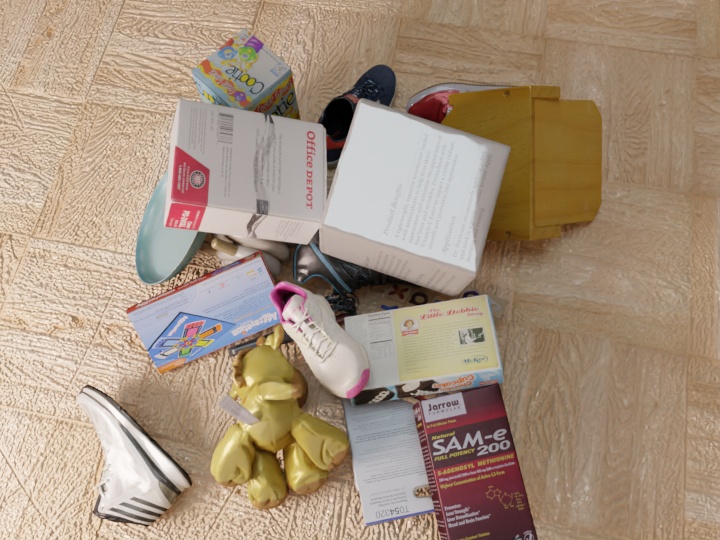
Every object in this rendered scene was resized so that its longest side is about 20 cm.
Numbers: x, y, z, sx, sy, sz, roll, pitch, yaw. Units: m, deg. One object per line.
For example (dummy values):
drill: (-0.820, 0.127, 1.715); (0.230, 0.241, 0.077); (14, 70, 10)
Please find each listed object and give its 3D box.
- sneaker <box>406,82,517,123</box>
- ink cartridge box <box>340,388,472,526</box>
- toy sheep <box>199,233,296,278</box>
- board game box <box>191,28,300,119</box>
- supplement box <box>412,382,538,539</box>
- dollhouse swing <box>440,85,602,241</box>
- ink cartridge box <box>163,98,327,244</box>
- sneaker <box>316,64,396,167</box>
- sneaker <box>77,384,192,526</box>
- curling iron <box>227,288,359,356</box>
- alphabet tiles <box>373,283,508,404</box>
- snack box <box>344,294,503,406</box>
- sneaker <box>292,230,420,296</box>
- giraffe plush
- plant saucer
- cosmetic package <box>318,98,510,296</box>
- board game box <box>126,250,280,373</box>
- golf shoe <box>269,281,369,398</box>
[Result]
sneaker: (0.169, -0.221, 1.201); (0.194, 0.072, 0.115); (-3, 62, 0)
ink cartridge box: (0.079, 0.213, 1.027); (0.191, 0.044, 0.205); (-9, 66, -4)
toy sheep: (-0.152, -0.053, 1.113); (0.135, 0.138, 0.205); (15, 81, 10)
board game box: (-0.156, -0.228, 1.151); (0.103, 0.201, 0.105); (-43, 70, -15)
supplement box: (0.137, 0.249, 0.948); (0.106, 0.061, 0.205); (-11, 75, -7)
dollhouse swing: (0.235, -0.154, 1.140); (0.178, 0.174, 0.206); (3, 99, 35)
ink cartridge box: (-0.148, -0.124, 1.024); (0.195, 0.083, 0.149); (7, 66, -19)
sneaker: (-0.006, -0.255, 1.218); (0.074, 0.085, 0.202); (27, 70, 15)
sneaker: (-0.322, 0.246, 1.015); (0.199, 0.076, 0.115); (39, 71, 16)
curling iron: (-0.093, 0.079, 1.106); (0.196, 0.026, 0.050); (-24, 64, -8)
alphabet tiles: (0.089, 0.088, 1.067); (0.164, 0.008, 0.202); (20, 55, 19)
snack box: (0.079, 0.102, 1.018); (0.194, 0.038, 0.118); (-9, 50, 6)
sneaker: (0.000, 0.000, 1.104); (0.195, 0.073, 0.084); (14, 85, 2)
giraffe plush: (-0.118, 0.172, 1.009); (0.169, 0.203, 0.163); (-24, 32, 5)
plant saucer: (-0.260, -0.073, 1.125); (0.198, 0.027, 0.205); (-27, 52, 41)
cosmetic package: (0.063, -0.085, 0.996); (0.195, 0.165, 0.169); (18, 80, 2)
board game box: (-0.205, 0.058, 1.073); (0.196, 0.105, 0.020); (-23, 24, 0)
golf shoe: (-0.058, 0.085, 1.000); (0.076, 0.091, 0.200); (-48, 41, 3)
